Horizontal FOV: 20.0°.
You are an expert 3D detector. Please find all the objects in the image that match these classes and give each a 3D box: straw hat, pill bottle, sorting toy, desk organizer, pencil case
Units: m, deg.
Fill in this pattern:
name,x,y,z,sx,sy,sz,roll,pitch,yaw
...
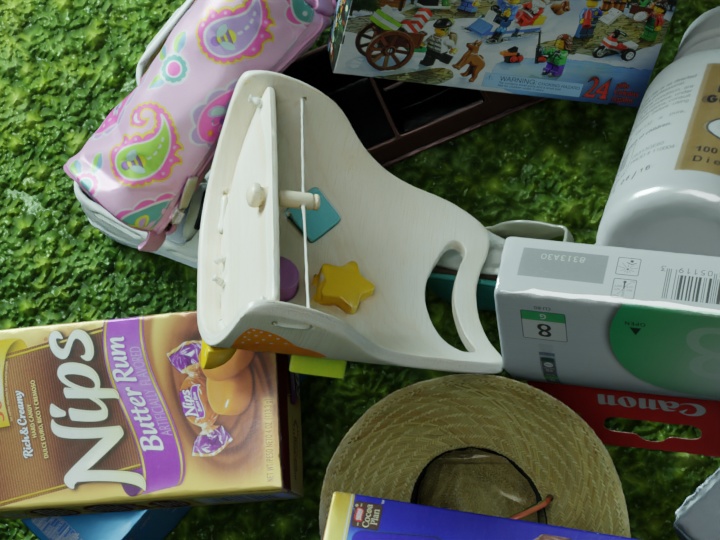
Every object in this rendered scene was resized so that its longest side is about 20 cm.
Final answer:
name,x,y,z,sx,sy,sz,roll,pitch,yaw
straw hat,0.074,0.150,1.270,0.201,0.085,0.201,2,103,8
pill bottle,0.218,-0.068,1.233,0.114,0.114,0.200,10,45,15
sorting toy,0.000,0.000,1.221,0.180,0.107,0.200,13,44,-16
desk organizer,0.042,-0.128,1.344,0.200,0.077,0.072,-23,73,7
pencil case,-0.099,-0.111,1.284,0.087,0.087,0.200,42,102,18

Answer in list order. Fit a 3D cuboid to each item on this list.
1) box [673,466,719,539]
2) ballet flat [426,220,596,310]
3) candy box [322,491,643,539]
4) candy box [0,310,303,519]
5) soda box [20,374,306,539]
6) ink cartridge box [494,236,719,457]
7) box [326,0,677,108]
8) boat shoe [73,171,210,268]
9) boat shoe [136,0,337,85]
name,x,y,z,sx,sy,sz,roll,pitch,yaw
box,0.290,0.181,1.155,0.124,0.197,0.200,-45,73,1
ballet flat,0.129,0.003,1.284,0.200,0.069,0.070,16,81,36
candy box,0.065,0.226,1.161,0.200,0.077,0.169,8,63,6
candy box,-0.139,0.090,1.278,0.200,0.056,0.117,-6,76,13
soda box,-0.125,0.112,1.334,0.064,0.068,0.200,42,89,19
ink cartridge box,0.167,0.065,1.208,0.161,0.200,0.050,5,50,14
box,0.091,-0.173,1.231,0.200,0.137,0.038,5,39,-13
boat shoe,-0.098,-0.030,1.361,0.200,0.065,0.074,9,80,15
boat shoe,-0.075,-0.180,1.347,0.202,0.086,0.075,-35,89,22
